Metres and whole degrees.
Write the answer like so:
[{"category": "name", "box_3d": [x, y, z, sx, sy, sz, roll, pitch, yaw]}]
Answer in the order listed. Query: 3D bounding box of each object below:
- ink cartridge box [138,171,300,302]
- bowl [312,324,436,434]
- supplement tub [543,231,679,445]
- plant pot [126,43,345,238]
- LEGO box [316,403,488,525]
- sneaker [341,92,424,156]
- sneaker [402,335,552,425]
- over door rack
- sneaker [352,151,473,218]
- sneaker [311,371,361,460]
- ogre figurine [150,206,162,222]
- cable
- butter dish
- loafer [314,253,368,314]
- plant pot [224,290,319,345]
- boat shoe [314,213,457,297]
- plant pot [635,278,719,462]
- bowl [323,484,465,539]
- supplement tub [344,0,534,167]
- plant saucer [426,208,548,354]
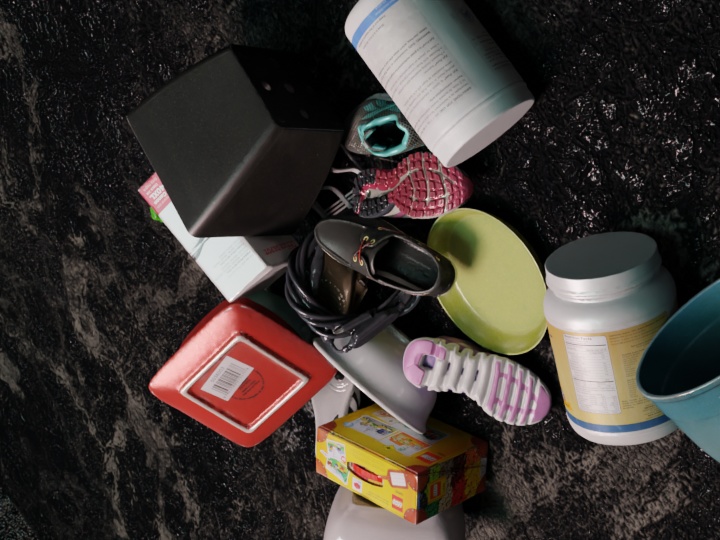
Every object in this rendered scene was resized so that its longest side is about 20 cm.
[{"category": "ink cartridge box", "box_3d": [-0.184, -0.064, 1.726, 0.083, 0.145, 0.200, -41, 85, 18]}, {"category": "bowl", "box_3d": [0.037, 0.127, 1.752, 0.201, 0.091, 0.201, 40, -179, -1]}, {"category": "supplement tub", "box_3d": [0.281, 0.073, 1.398, 0.144, 0.144, 0.201, 9, 121, 48]}, {"category": "plant pot", "box_3d": [-0.142, -0.176, 1.629, 0.177, 0.199, 0.200, -45, 66, 32]}, {"category": "LEGO box", "box_3d": [0.058, 0.264, 1.799, 0.199, 0.148, 0.078, 20, 116, 43]}, {"category": "sneaker", "box_3d": [0.027, -0.176, 1.578, 0.199, 0.091, 0.078, -8, 108, 53]}, {"category": "sneaker", "box_3d": [0.158, 0.133, 1.660, 0.199, 0.088, 0.081, 21, 104, 14]}, {"category": "over door rack", "box_3d": [-0.075, -0.149, 1.745, 0.201, 0.066, 0.148, 59, 144, 0]}, {"category": "sneaker", "box_3d": [0.072, -0.104, 1.585, 0.199, 0.074, 0.081, 3, 91, 55]}, {"category": "sneaker", "box_3d": [-0.024, 0.204, 1.938, 0.073, 0.112, 0.202, 2, 85, 23]}, {"category": "ogre figurine", "box_3d": [-0.223, -0.105, 1.915, 0.200, 0.119, 0.099, -30, 86, 54]}, {"category": "cable", "box_3d": [0.000, 0.000, 1.682, 0.163, 0.200, 0.051, 51, -176, 11]}, {"category": "butter dish", "box_3d": [-0.166, 0.115, 1.783, 0.199, 0.148, 0.200, 35, 115, -29]}, {"category": "loafer", "box_3d": [-0.018, 0.009, 1.787, 0.076, 0.067, 0.201, 45, 141, 23]}, {"category": "plant pot", "box_3d": [-0.132, 0.131, 1.936, 0.133, 0.201, 0.201, 9, 126, 17]}, {"category": "boat shoe", "box_3d": [0.025, -0.024, 1.618, 0.200, 0.063, 0.074, 24, 96, 22]}, {"category": "plant pot", "box_3d": [0.407, 0.120, 1.253, 0.188, 0.200, 0.200, 48, 147, -11]}, {"category": "bowl", "box_3d": [0.053, 0.343, 1.811, 0.198, 0.200, 0.075, 6, 107, 5]}, {"category": "supplement tub", "box_3d": [0.087, -0.232, 1.428, 0.201, 0.132, 0.132, 55, 145, 7]}, {"category": "plant saucer", "box_3d": [0.165, 0.009, 1.595, 0.199, 0.031, 0.201, 30, 135, 36]}]
